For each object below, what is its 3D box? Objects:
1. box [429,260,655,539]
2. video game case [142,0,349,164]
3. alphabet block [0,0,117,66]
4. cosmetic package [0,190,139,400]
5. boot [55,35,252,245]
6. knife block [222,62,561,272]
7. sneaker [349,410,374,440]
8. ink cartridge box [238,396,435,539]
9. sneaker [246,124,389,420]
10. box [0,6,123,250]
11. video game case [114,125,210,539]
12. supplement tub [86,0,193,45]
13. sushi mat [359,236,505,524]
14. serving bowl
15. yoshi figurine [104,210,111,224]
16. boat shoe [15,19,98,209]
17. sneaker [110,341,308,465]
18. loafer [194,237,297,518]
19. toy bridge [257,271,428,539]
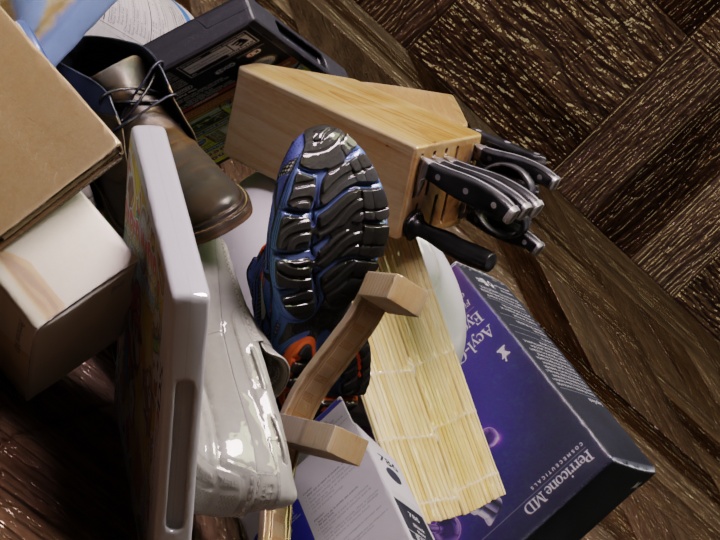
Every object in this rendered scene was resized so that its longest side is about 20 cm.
[{"bbox_3d":[0.096,0.119,1.566,0.200,0.148,0.104,51,13,25],"label":"box"},{"bbox_3d":[-0.125,-0.108,1.425,0.181,0.199,0.026,28,38,-67],"label":"video game case"},{"bbox_3d":[-0.280,-0.218,1.295,0.195,0.196,0.200,37,14,-41],"label":"alphabet block"},{"bbox_3d":[-0.211,-0.039,1.136,0.200,0.071,0.105,48,-25,14],"label":"cosmetic package"},{"bbox_3d":[-0.134,-0.078,1.257,0.200,0.075,0.097,27,-37,57],"label":"boot"},{"bbox_3d":[0.019,-0.062,1.318,0.199,0.064,0.176,9,21,-10],"label":"knife block"},{"bbox_3d":[-0.036,0.106,1.365,0.140,0.078,0.200,41,4,-16],"label":"sneaker"},{"bbox_3d":[-0.006,0.168,1.185,0.039,0.099,0.200,37,16,-36],"label":"ink cartridge box"},{"bbox_3d":[-0.036,-0.002,1.228,0.075,0.201,0.078,-15,43,-27],"label":"sneaker"},{"bbox_3d":[-0.247,-0.085,1.079,0.200,0.163,0.021,48,-15,11],"label":"box"},{"bbox_3d":[-0.109,0.046,1.117,0.023,0.183,0.200,0,28,-12],"label":"video game case"},{"bbox_3d":[-0.212,-0.165,1.503,0.132,0.132,0.200,53,15,30],"label":"supplement tub"},{"bbox_3d":[0.028,0.059,1.315,0.095,0.012,0.201,-9,77,-48],"label":"sushi mat"},{"bbox_3d":[0.000,0.000,1.394,0.200,0.066,0.201,32,33,-24],"label":"serving bowl"},{"bbox_3d":[-0.119,-0.034,1.467,0.112,0.113,0.200,40,12,14],"label":"yoshi figurine"},{"bbox_3d":[-0.209,-0.066,1.274,0.072,0.072,0.200,56,-15,40],"label":"boat shoe"},{"bbox_3d":[-0.105,0.067,1.296,0.200,0.074,0.080,51,41,3],"label":"sneaker"},{"bbox_3d":[-0.077,0.058,1.200,0.069,0.070,0.201,8,47,-20],"label":"loafer"},{"bbox_3d":[-0.024,0.096,1.184,0.027,0.201,0.067,28,-12,-32],"label":"toy bridge"}]
